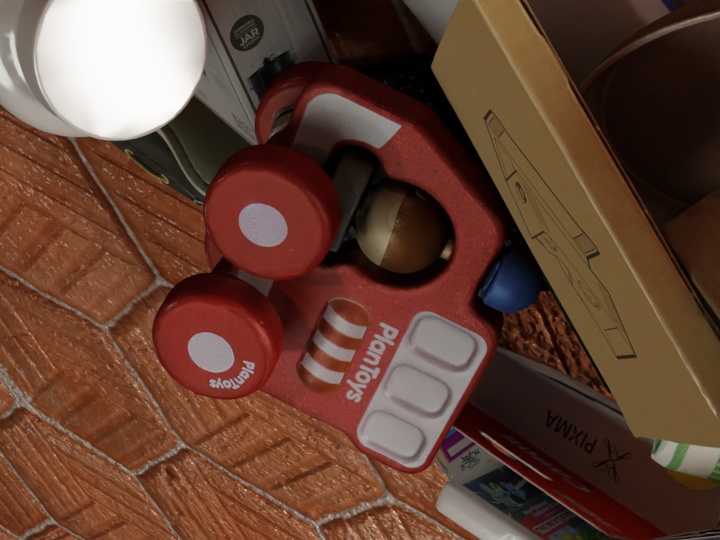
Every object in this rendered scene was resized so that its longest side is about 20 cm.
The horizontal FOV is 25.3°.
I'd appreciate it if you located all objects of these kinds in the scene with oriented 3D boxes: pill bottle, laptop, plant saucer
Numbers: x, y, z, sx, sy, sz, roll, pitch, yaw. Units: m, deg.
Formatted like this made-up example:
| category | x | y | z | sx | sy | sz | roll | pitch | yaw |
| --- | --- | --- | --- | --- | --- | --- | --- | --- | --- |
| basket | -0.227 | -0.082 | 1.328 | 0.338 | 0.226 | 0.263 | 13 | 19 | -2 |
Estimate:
| category | x | y | z | sx | sy | sz | roll | pitch | yaw |
| --- | --- | --- | --- | --- | --- | --- | --- | --- | --- |
| pill bottle | -0.147 | -0.130 | 0.791 | 0.112 | 0.111 | 0.200 | 59 | 169 | -31 |
| laptop | 0.042 | -0.022 | 0.910 | 0.199 | 0.104 | 0.178 | -6 | 128 | 40 |
| plant saucer | 0.184 | -0.058 | 0.690 | 0.198 | 0.035 | 0.201 | 8 | 149 | 5 |

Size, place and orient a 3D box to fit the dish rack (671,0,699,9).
| category | x | y | z | sx | sy | sz | roll | pitch | yaw |
| --- | --- | --- | --- | --- | --- | --- | --- | --- | --- |
| dish rack | 0.178 | -0.147 | 0.663 | 0.171 | 0.044 | 0.200 | 35 | 149 | 7 |

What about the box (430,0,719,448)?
| category | x | y | z | sx | sy | sz | roll | pitch | yaw |
| --- | --- | --- | --- | --- | --- | --- | --- | --- | --- |
| box | 0.092 | -0.018 | 0.680 | 0.201 | 0.021 | 0.163 | 60 | 175 | 2 |

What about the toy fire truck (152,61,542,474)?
| category | x | y | z | sx | sy | sz | roll | pitch | yaw |
| --- | --- | --- | --- | --- | --- | --- | --- | --- | --- |
| toy fire truck | 0.000 | 0.000 | 0.816 | 0.167 | 0.112 | 0.201 | 26 | 126 | -2 |

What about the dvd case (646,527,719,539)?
| category | x | y | z | sx | sy | sz | roll | pitch | yaw |
| --- | --- | --- | --- | --- | --- | --- | --- | --- | --- |
| dvd case | 0.195 | 0.144 | 0.782 | 0.148 | 0.016 | 0.199 | 13 | 161 | -29 |

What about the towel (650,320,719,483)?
| category | x | y | z | sx | sy | sz | roll | pitch | yaw |
| --- | --- | --- | --- | --- | --- | --- | --- | --- | --- |
| towel | 0.246 | 0.050 | 0.747 | 0.198 | 0.023 | 0.154 | 6 | 127 | -4 |

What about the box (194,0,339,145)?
| category | x | y | z | sx | sy | sz | roll | pitch | yaw |
| --- | --- | --- | --- | --- | --- | --- | --- | --- | --- |
| box | -0.085 | -0.171 | 0.852 | 0.117 | 0.060 | 0.201 | 41 | 161 | 51 |

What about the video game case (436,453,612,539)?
| category | x | y | z | sx | sy | sz | roll | pitch | yaw |
| --- | --- | --- | --- | --- | --- | --- | --- | --- | --- |
| video game case | 0.162 | 0.162 | 0.954 | 0.181 | 0.199 | 0.023 | 32 | 110 | 24 |

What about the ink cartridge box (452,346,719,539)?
| category | x | y | z | sx | sy | sz | roll | pitch | yaw |
| --- | --- | --- | --- | --- | --- | --- | --- | --- | --- |
| ink cartridge box | 0.128 | 0.098 | 0.910 | 0.173 | 0.044 | 0.199 | 23 | -174 | -46 |

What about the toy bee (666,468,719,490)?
| category | x | y | z | sx | sy | sz | roll | pitch | yaw |
| --- | --- | --- | --- | --- | --- | --- | --- | --- | --- |
| toy bee | 0.218 | 0.054 | 0.825 | 0.199 | 0.132 | 0.108 | 12 | -175 | -37 |

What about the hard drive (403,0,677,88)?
| category | x | y | z | sx | sy | sz | roll | pitch | yaw |
| --- | --- | --- | --- | --- | --- | --- | --- | --- | --- |
| hard drive | 0.049 | -0.161 | 0.745 | 0.201 | 0.025 | 0.132 | 53 | 152 | 5 |

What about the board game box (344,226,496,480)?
| category | x | y | z | sx | sy | sz | roll | pitch | yaw |
| --- | --- | --- | --- | --- | --- | --- | --- | --- | --- |
| board game box | 0.025 | 0.054 | 1.035 | 0.201 | 0.034 | 0.135 | 59 | 177 | -30 |

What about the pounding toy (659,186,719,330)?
| category | x | y | z | sx | sy | sz | roll | pitch | yaw |
| --- | --- | --- | --- | --- | --- | --- | --- | --- | --- |
| pounding toy | 0.236 | 0.041 | 0.614 | 0.200 | 0.142 | 0.184 | 52 | -170 | -21 |

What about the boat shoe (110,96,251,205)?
| category | x | y | z | sx | sy | sz | roll | pitch | yaw |
| --- | --- | --- | --- | --- | --- | --- | --- | --- | --- |
| boat shoe | -0.109 | -0.086 | 1.024 | 0.201 | 0.072 | 0.061 | 40 | 154 | 11 |
